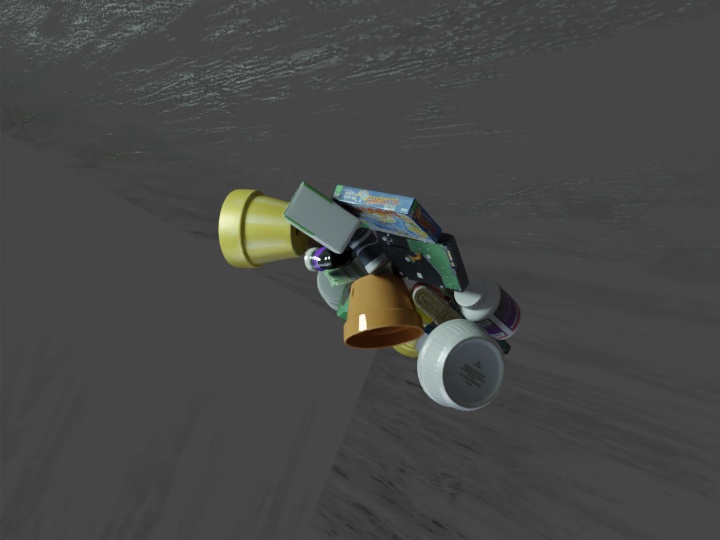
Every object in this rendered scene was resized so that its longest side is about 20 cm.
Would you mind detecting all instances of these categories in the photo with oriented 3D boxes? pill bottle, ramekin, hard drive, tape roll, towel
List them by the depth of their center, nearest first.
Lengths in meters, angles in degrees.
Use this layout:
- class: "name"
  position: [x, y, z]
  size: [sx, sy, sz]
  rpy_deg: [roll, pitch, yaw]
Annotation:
- class: "hard drive"
  position: [0.136, -0.031, 1.208]
  size: [0.197, 0.038, 0.141]
  rpy_deg: [15, 142, 44]
- class: "ramekin"
  position: [0.235, 0.217, 1.229]
  size: [0.199, 0.206, 0.094]
  rpy_deg: [26, 177, -16]
- class: "pill bottle"
  position: [0.304, 0.085, 1.321]
  size: [0.111, 0.115, 0.199]
  rpy_deg: [14, 165, 43]
- class: "towel"
  position: [0.000, 0.000, 1.432]
  size: [0.195, 0.024, 0.153]
  rpy_deg: [-5, -156, -19]
- class: "tape roll"
  position: [-0.007, 0.047, 1.583]
  size: [0.047, 0.204, 0.200]
  rpy_deg: [23, 170, -9]

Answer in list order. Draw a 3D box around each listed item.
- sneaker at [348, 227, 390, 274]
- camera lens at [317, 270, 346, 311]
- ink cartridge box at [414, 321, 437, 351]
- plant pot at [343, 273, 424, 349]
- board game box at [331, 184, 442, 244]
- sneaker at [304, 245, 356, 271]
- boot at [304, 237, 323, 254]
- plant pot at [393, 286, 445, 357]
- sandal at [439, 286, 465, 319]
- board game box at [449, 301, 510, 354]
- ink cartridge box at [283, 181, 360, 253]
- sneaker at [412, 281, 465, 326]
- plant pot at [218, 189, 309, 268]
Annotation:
- class: "sneaker"
  position: [0.032, -0.060, 1.351]
  size: [0.109, 0.070, 0.200]
  rpy_deg: [53, -163, 3]
- class: "camera lens"
  position: [-0.057, 0.044, 1.798]
  size: [0.157, 0.163, 0.200]
  rpy_deg: [22, 169, 9]
- class: "ink cartridge box"
  position: [0.248, 0.176, 1.466]
  size: [0.115, 0.068, 0.198]
  rpy_deg: [30, -147, 27]
- class: "plant pot"
  position: [0.050, 0.097, 1.334]
  size: [0.195, 0.143, 0.201]
  rpy_deg: [-6, 159, -2]
- class: "board game box"
  position: [0.053, -0.115, 1.114]
  size: [0.197, 0.035, 0.135]
  rpy_deg: [17, 167, 39]
- class: "sneaker"
  position: [-0.041, -0.043, 1.370]
  size: [0.098, 0.071, 0.199]
  rpy_deg: [-3, -163, 39]
- class: "boot"
  position: [-0.109, -0.077, 1.561]
  size: [0.197, 0.078, 0.154]
  rpy_deg: [-4, -150, -45]
- class: "plant pot"
  position: [0.179, 0.135, 1.642]
  size: [0.197, 0.204, 0.190]
  rpy_deg: [23, 154, 1]
- class: "sandal"
  position: [0.238, 0.091, 1.421]
  size: [0.080, 0.057, 0.202]
  rpy_deg: [40, -166, -33]
- class: "board game box"
  position: [0.282, 0.149, 1.429]
  size: [0.132, 0.029, 0.201]
  rpy_deg: [-1, -147, -27]
- class: "ink cartridge box"
  position: [-0.086, -0.109, 1.195]
  size: [0.143, 0.085, 0.200]
  rpy_deg: [33, 179, -6]
- class: "sneaker"
  position: [0.198, 0.106, 1.328]
  size: [0.201, 0.071, 0.113]
  rpy_deg: [49, -172, -9]
- class: "plant pot"
  position: [-0.240, -0.106, 1.428]
  size: [0.184, 0.206, 0.201]
  rpy_deg: [3, 164, 17]
